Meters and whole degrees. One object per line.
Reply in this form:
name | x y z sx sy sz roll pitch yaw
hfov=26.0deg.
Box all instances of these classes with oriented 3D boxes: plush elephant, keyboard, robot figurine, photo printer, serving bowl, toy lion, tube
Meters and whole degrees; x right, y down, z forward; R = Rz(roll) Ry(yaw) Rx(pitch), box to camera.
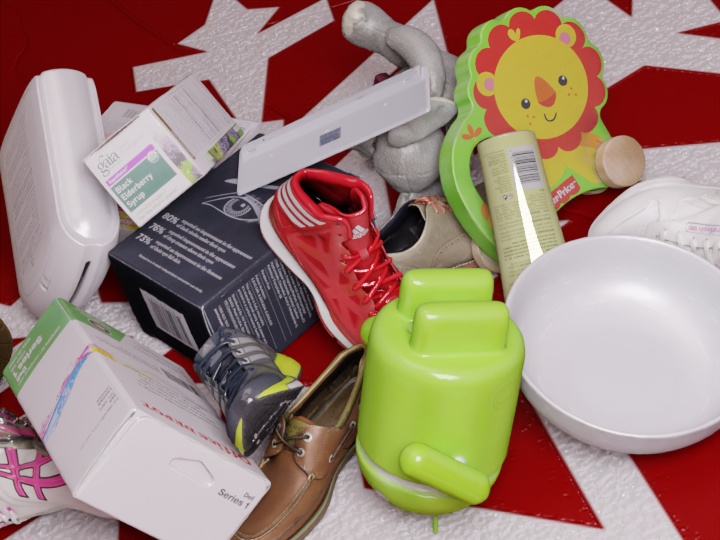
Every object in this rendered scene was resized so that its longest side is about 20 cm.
plush elephant | 0.041 -0.130 1.440 0.199 0.165 0.155 20 40 24
keyboard | -0.026 -0.122 1.371 0.199 0.011 0.056 -22 51 24
robot figurine | 0.058 0.096 1.160 0.115 0.201 0.176 -3 35 -14
photo printer | -0.284 -0.063 1.469 0.069 0.166 0.201 -1 62 -28
serving bowl | 0.207 0.066 1.212 0.199 0.066 0.201 1 49 -1
toy lion | 0.145 -0.125 1.372 0.200 0.192 0.069 -39 12 -22
tube | 0.141 -0.014 1.294 0.052 0.201 0.058 -5 -12 -41

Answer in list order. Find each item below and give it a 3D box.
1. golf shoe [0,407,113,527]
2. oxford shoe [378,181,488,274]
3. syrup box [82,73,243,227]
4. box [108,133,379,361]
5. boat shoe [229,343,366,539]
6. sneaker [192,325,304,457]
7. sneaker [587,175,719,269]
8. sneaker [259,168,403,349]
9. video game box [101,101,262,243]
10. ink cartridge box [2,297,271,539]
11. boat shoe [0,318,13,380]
golf shoe | -0.270 0.178 1.304 0.199 0.073 0.092 17 86 27
oxford shoe | 0.079 -0.040 1.394 0.200 0.075 0.070 -37 42 -21
syrup box | -0.177 -0.114 1.433 0.079 0.082 0.200 -38 10 15
box | -0.100 -0.013 1.412 0.200 0.105 0.148 -39 43 -23
boat shoe | -0.047 0.140 1.243 0.072 0.068 0.200 14 51 31
sneaker | -0.097 0.090 1.236 0.074 0.081 0.200 -53 5 0
sneaker | 0.288 -0.031 1.299 0.199 0.075 0.100 -8 39 13
sneaker | 0.000 0.000 1.282 0.200 0.116 0.078 43 67 1
video game box | -0.223 -0.094 1.600 0.199 0.047 0.182 11 47 32
ink cartridge box | -0.179 0.124 1.228 0.084 0.145 0.200 -53 36 4
boat shoe | -0.382 0.124 1.404 0.066 0.074 0.200 -10 37 31
